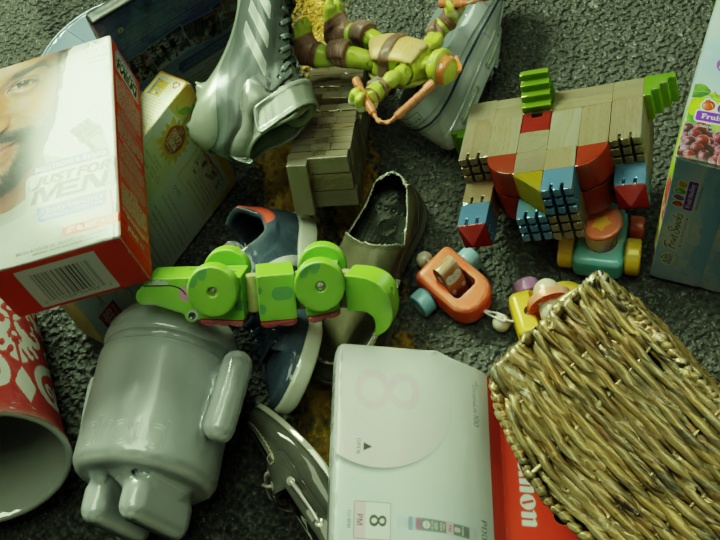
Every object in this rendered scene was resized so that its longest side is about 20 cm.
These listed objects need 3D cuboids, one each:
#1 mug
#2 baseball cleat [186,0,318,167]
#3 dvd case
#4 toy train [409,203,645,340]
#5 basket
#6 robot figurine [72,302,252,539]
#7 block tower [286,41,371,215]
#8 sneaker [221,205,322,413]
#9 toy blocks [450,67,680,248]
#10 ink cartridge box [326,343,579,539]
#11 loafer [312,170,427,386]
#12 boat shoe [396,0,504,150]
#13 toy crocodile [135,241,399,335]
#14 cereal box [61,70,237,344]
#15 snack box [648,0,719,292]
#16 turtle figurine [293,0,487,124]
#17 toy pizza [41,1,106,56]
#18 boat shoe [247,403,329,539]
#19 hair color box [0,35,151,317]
[{"bbox_3d":[-0.333,0.094,0.858,0.176,0.134,0.201,-27,48,2],"label":"mug"},{"bbox_3d":[-0.069,-0.184,0.891,0.105,0.070,0.202,22,89,14],"label":"baseball cleat"},{"bbox_3d":[-0.148,-0.189,0.950,0.142,0.201,0.018,-35,57,-12],"label":"dvd case"},{"bbox_3d":[0.142,-0.015,0.875,0.199,0.056,0.150,-38,60,-11],"label":"toy train"},{"bbox_3d":[0.198,0.123,0.755,0.143,0.149,0.200,-45,67,11],"label":"basket"},{"bbox_3d":[-0.156,0.106,0.830,0.168,0.113,0.202,-10,56,28],"label":"robot figurine"},{"bbox_3d":[-0.022,-0.133,0.948,0.057,0.055,0.201,-2,42,11],"label":"block tower"},{"bbox_3d":[-0.082,0.026,0.863,0.083,0.075,0.202,17,41,-22],"label":"sneaker"},{"bbox_3d":[0.157,-0.083,0.858,0.197,0.101,0.138,-6,44,23],"label":"toy blocks"},{"bbox_3d":[0.076,0.141,0.765,0.197,0.057,0.165,3,57,-2],"label":"ink cartridge box"},{"bbox_3d":[0.000,0.000,0.886,0.074,0.070,0.202,10,62,17],"label":"loafer"},{"bbox_3d":[0.096,-0.201,0.992,0.073,0.067,0.202,-4,53,55],"label":"boat shoe"},{"bbox_3d":[-0.069,0.017,0.799,0.197,0.063,0.068,-2,15,0],"label":"toy crocodile"},{"bbox_3d":[-0.195,-0.050,0.913,0.039,0.144,0.201,25,67,25],"label":"cereal box"},{"bbox_3d":[0.288,-0.113,0.837,0.067,0.169,0.202,16,63,16],"label":"snack box"},{"bbox_3d":[0.030,-0.195,0.926,0.160,0.065,0.201,22,58,28],"label":"turtle figurine"},{"bbox_3d":[-0.237,-0.198,1.075,0.197,0.032,0.203,-5,60,8],"label":"toy pizza"},{"bbox_3d":[-0.034,0.183,0.788,0.057,0.067,0.200,-37,63,-17],"label":"boat shoe"},{"bbox_3d":[-0.227,-0.076,0.813,0.109,0.064,0.202,-16,55,5],"label":"hair color box"}]
